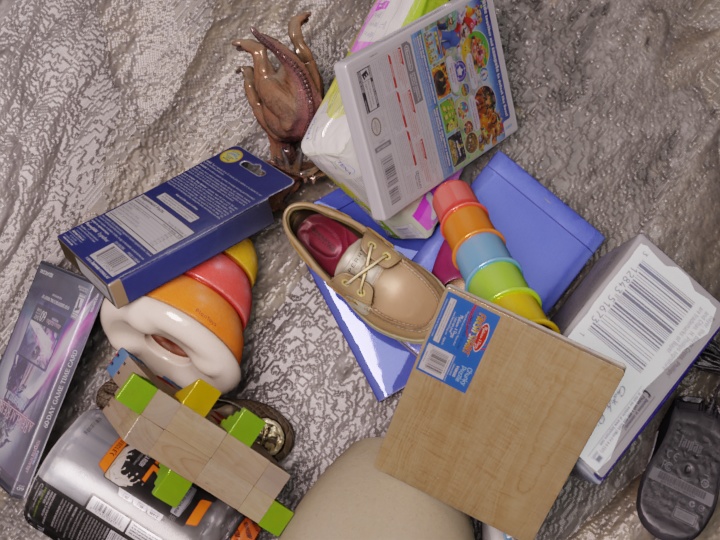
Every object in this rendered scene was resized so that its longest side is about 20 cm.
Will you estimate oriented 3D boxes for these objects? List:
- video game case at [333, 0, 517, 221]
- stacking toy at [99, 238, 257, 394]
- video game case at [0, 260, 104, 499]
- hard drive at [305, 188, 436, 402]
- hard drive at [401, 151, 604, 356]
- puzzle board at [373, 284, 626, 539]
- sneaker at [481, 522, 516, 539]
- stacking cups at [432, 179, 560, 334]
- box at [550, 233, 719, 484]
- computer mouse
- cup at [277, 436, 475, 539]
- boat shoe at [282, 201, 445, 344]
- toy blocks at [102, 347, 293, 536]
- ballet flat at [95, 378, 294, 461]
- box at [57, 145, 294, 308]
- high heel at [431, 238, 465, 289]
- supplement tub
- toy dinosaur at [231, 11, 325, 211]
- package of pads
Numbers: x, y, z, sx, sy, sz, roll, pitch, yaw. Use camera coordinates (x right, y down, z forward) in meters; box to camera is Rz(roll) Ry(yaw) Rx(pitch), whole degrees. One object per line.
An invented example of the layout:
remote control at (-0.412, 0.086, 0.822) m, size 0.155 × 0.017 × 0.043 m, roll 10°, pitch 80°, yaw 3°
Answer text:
video game case at (0.065, -0.153, 1.025) m, size 0.199 × 0.018 × 0.145 m, roll -35°, pitch 120°, yaw -35°
stacking toy at (-0.142, 0.004, 1.088) m, size 0.145 × 0.147 × 0.202 m, roll 26°, pitch 61°, yaw 3°
video game case at (-0.307, 0.096, 1.072) m, size 0.019 × 0.142 × 0.203 m, roll 25°, pitch 83°, yaw -35°
hard drive at (0.027, 0.008, 1.124) m, size 0.131 × 0.025 × 0.202 m, roll -28°, pitch 84°, yaw -2°
hard drive at (0.120, 0.006, 1.091) m, size 0.131 × 0.025 × 0.201 m, roll 39°, pitch 84°, yaw 4°
puzzle board at (0.106, 0.118, 0.920) m, size 0.149 × 0.017 × 0.202 m, roll 25°, pitch 124°, yaw 8°
sneaker at (0.113, 0.326, 1.070) m, size 0.085 × 0.075 × 0.204 m, roll -3°, pitch 84°, yaw 6°
stacking cups at (0.105, 0.000, 0.980) m, size 0.060 × 0.061 × 0.201 m, roll -23°, pitch 43°, yaw -1°
box at (0.214, 0.083, 1.027) m, size 0.105 × 0.200 × 0.185 m, roll 39°, pitch 86°, yaw 4°
computer mouse at (0.346, 0.176, 1.096) m, size 0.139 × 0.046 × 0.202 m, roll 19°, pitch 73°, yaw 7°
cup at (0.023, 0.237, 1.034) m, size 0.197 × 0.201 × 0.145 m, roll 14°, pitch 60°, yaw 2°
boat shoe at (0.000, 0.000, 1.039) m, size 0.199 × 0.066 × 0.075 m, roll 31°, pitch 86°, yaw 34°
toy blocks at (-0.154, 0.142, 1.013) m, size 0.199 × 0.136 × 0.101 m, roll 38°, pitch 84°, yaw -28°
ballet flat at (-0.161, 0.144, 1.102) m, size 0.197 × 0.046 × 0.068 m, roll 16°, pitch 85°, yaw 2°
box at (-0.165, -0.045, 1.048) m, size 0.199 × 0.121 × 0.033 m, roll -31°, pitch 127°, yaw -22°
high heel at (0.096, 0.056, 1.015) m, size 0.066 × 0.096 × 0.204 m, roll -3°, pitch 83°, yaw -1°
supplement tub at (-0.198, 0.228, 1.057) m, size 0.198 × 0.123 × 0.124 m, roll 31°, pitch 85°, yaw 3°
toy dinosaur at (-0.063, -0.150, 1.072) m, size 0.085 × 0.201 × 0.137 m, roll -14°, pitch 69°, yaw -9°
package of pads at (0.044, -0.152, 1.064) m, size 0.068 × 0.154 × 0.202 m, roll 9°, pitch 67°, yaw 45°
